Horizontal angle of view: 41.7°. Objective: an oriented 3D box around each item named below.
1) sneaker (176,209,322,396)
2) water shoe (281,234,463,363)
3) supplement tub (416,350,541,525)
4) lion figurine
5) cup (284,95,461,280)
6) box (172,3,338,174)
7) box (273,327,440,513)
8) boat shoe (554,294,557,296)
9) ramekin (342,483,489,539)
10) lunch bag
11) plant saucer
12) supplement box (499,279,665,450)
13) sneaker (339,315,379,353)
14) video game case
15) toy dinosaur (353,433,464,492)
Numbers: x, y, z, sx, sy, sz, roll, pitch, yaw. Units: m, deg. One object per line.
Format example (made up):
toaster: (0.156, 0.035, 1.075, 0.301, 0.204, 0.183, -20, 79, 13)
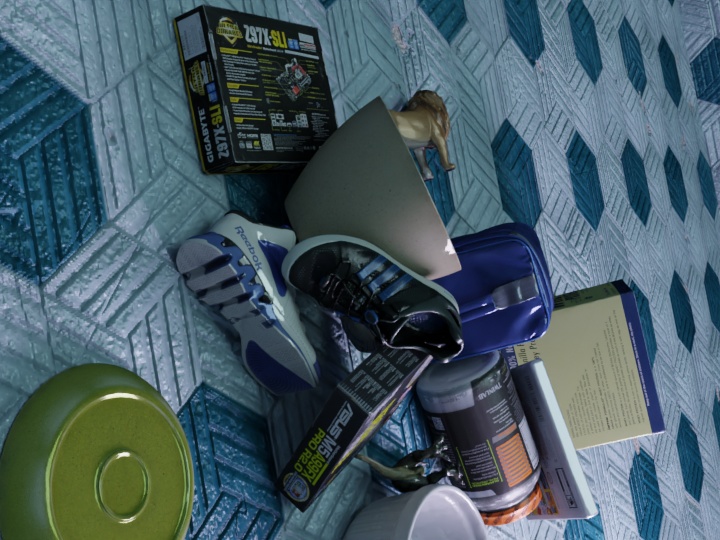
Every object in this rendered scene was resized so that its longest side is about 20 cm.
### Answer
sneaker: (-0.088, 0.018, 0.943, 0.201, 0.079, 0.116, 58, 41, -24)
water shoe: (0.019, 0.027, 0.911, 0.197, 0.072, 0.079, 19, 27, -22)
supplement tub: (0.156, 0.212, 1.207, 0.122, 0.121, 0.204, -38, 112, -53)
lion figurine: (0.056, -0.180, 1.230, 0.198, 0.072, 0.125, -9, 80, -52)
cup: (0.002, -0.061, 1.006, 0.203, 0.141, 0.200, 63, 4, -9)
box: (-0.102, -0.188, 1.016, 0.199, 0.049, 0.163, -10, 86, -56)
box: (0.006, 0.139, 0.981, 0.044, 0.161, 0.200, 39, 34, 10)
boat shoe: (0.308, 0.113, 1.523, 0.070, 0.070, 0.201, -52, 135, -18)
ramekin: (0.058, 0.341, 1.037, 0.199, 0.103, 0.205, 22, 62, -51)
lunch bag: (0.138, 0.029, 1.182, 0.132, 0.196, 0.138, -38, 109, -73)
plant saucer: (-0.201, 0.176, 0.771, 0.199, 0.031, 0.204, 25, 59, -51)
supplement box: (0.309, 0.139, 1.356, 0.134, 0.196, 0.204, -33, 109, -79)
sneaker: (0.000, 0.000, 1.105, 0.073, 0.070, 0.204, 100, -13, -64)
video game case: (0.231, 0.229, 1.253, 0.022, 0.182, 0.204, -16, 80, -18)
toy dinosaur: (0.064, 0.222, 1.059, 0.200, 0.086, 0.048, 48, 26, -63)
